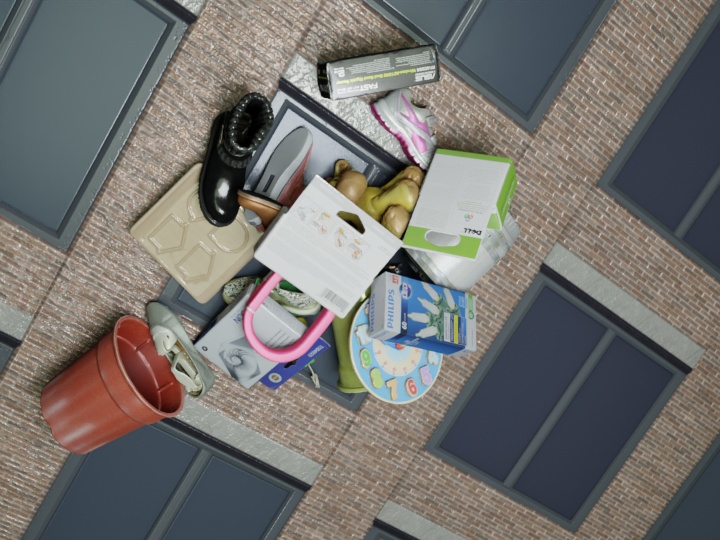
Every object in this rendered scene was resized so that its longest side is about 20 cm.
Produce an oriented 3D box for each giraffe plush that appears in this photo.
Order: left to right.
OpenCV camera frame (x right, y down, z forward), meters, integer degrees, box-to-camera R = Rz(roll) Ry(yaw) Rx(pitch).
[{"bbox_3d":[0.006,-0.128,1.301,0.160,0.175,0.201,31,133,-8],"label":"giraffe plush"}]

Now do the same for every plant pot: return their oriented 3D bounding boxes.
[{"bbox_3d":[-0.457,0.220,1.278,0.192,0.202,0.203,-30,110,8],"label":"plant pot"},{"bbox_3d":[0.019,0.105,1.348,0.195,0.200,0.189,-20,98,-5],"label":"plant pot"}]

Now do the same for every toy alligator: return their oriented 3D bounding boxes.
[{"bbox_3d":[-0.125,0.147,1.384,0.053,0.059,0.206,-13,108,-7],"label":"toy alligator"}]

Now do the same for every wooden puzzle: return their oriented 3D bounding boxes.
[{"bbox_3d":[-0.294,-0.069,1.297,0.185,0.046,0.200,-42,114,3],"label":"wooden puzzle"}]

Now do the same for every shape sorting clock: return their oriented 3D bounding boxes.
[{"bbox_3d":[0.067,0.133,1.249,0.195,0.039,0.207,8,74,-26],"label":"shape sorting clock"}]

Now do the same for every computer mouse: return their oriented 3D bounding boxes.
[{"bbox_3d":[0.000,0.000,1.279,0.058,0.197,0.035,-36,109,-44],"label":"computer mouse"}]

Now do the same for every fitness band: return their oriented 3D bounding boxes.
[{"bbox_3d":[-0.121,0.067,1.248,0.143,0.037,0.201,42,86,-18],"label":"fitness band"}]

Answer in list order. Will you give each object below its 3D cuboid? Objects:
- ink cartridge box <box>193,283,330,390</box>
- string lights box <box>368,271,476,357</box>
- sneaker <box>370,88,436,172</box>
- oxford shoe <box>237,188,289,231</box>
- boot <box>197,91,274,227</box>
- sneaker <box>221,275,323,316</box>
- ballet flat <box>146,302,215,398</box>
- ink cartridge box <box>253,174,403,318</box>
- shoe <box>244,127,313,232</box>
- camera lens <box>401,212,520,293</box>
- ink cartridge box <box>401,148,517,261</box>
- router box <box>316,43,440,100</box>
[{"bbox_3d":[-0.189,0.145,1.335,0.199,0.041,0.199,38,125,-18],"label":"ink cartridge box"},{"bbox_3d":[0.110,0.080,1.233,0.195,0.059,0.106,15,66,-28],"label":"string lights box"},{"bbox_3d":[0.110,-0.257,1.303,0.088,0.082,0.200,-42,112,3],"label":"sneaker"},{"bbox_3d":[-0.144,-0.081,1.222,0.198,0.071,0.072,30,92,-44],"label":"oxford shoe"},{"bbox_3d":[-0.213,-0.184,1.189,0.078,0.156,0.218,5,88,-31],"label":"boot"},{"bbox_3d":[-0.164,0.030,1.308,0.193,0.079,0.089,2,150,0],"label":"sneaker"},{"bbox_3d":[-0.345,0.152,1.316,0.066,0.064,0.203,-25,106,29],"label":"ballet flat"},{"bbox_3d":[-0.054,-0.042,1.185,0.198,0.045,0.177,35,105,-22],"label":"ink cartridge box"},{"bbox_3d":[-0.131,-0.156,1.295,0.091,0.071,0.204,36,81,-46],"label":"shoe"},{"bbox_3d":[0.186,-0.055,1.336,0.200,0.160,0.160,-43,110,3],"label":"camera lens"},{"bbox_3d":[0.172,-0.100,1.216,0.204,0.144,0.076,-67,150,-19],"label":"ink cartridge box"},{"bbox_3d":[0.026,-0.346,1.223,0.194,0.150,0.064,-12,108,-8],"label":"router box"}]
